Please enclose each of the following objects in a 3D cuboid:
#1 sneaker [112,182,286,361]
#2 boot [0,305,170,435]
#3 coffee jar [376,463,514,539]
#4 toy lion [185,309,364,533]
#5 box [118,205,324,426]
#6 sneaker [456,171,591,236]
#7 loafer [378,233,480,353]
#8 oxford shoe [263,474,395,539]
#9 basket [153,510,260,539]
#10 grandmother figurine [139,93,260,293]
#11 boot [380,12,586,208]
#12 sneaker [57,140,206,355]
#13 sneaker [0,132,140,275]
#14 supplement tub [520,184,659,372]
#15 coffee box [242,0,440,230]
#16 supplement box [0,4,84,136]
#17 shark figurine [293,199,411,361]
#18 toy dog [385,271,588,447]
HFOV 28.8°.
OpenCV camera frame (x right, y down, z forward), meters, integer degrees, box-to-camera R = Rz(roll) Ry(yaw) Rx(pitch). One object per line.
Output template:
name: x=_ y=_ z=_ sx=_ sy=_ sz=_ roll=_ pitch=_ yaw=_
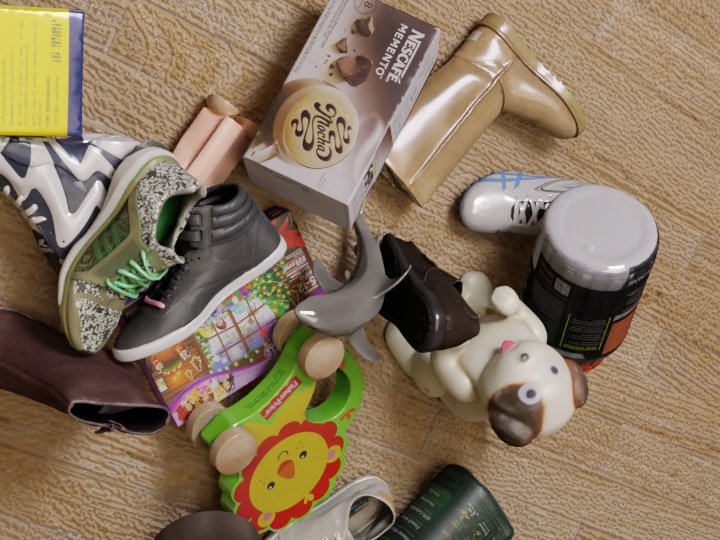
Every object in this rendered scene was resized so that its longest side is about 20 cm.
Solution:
sneaker: x=-0.166 y=-0.006 z=1.296 sx=0.200 sy=0.071 sz=0.099 roll=-40 pitch=123 yaw=-22
boot: x=-0.280 y=0.090 z=1.250 sx=0.199 sy=0.166 sz=0.073 roll=14 pitch=96 yaw=-29
coffee jar: x=0.064 y=0.311 z=1.515 sx=0.200 sy=0.085 sz=0.105 roll=-41 pitch=118 yaw=-16
toy lion: x=-0.070 y=0.166 z=1.413 sx=0.200 sy=0.069 sz=0.192 roll=-47 pitch=136 yaw=-7
box: x=-0.131 y=0.043 z=1.390 sx=0.199 sy=0.039 sz=0.137 roll=-32 pitch=113 yaw=-18
sneaker: x=0.199 y=-0.067 z=1.519 sx=0.199 sy=0.072 sz=0.072 roll=1 pitch=101 yaw=-26
loafer: x=0.063 y=0.027 z=1.398 sx=0.071 sy=0.200 sz=0.073 roll=8 pitch=115 yaw=-21
oxford shoe: x=-0.044 y=0.290 z=1.473 sx=0.200 sy=0.058 sz=0.075 roll=-36 pitch=117 yaw=-14
basket: x=-0.136 y=0.343 z=1.340 sx=0.136 sy=0.200 sz=0.180 roll=-41 pitch=127 yaw=20
grandmother figurine: x=-0.175 y=-0.070 z=1.337 sx=0.121 sy=0.061 sz=0.201 roll=34 pitch=81 yaw=-19
boot: x=0.118 y=-0.143 z=1.471 sx=0.175 sy=0.066 sz=0.200 roll=45 pitch=78 yaw=-14
sneaker: x=-0.199 y=-0.013 z=1.241 sx=0.077 sy=0.088 sz=0.201 roll=22 pitch=93 yaw=-52
sneaker: x=-0.298 y=-0.059 z=1.262 sx=0.198 sy=0.079 sz=0.130 roll=-1 pitch=100 yaw=-27
supplement tub: x=0.235 y=0.015 z=1.482 sx=0.122 sy=0.123 sz=0.200 roll=-22 pitch=147 yaw=-22
coffee box: x=-0.015 y=-0.157 z=1.345 sx=0.113 sy=0.080 sz=0.201 roll=26 pitch=76 yaw=8
supplement box: x=-0.347 y=-0.174 z=1.199 sx=0.199 sy=0.109 sz=0.110 roll=-1 pitch=100 yaw=-27
shark figurine: x=0.011 y=-0.005 z=1.376 sx=0.128 sy=0.089 sz=0.215 roll=42 pitch=37 yaw=-26
toy dog: x=0.139 y=0.111 z=1.449 sx=0.139 sy=0.200 sz=0.195 roll=-21 pitch=108 yaw=-21
